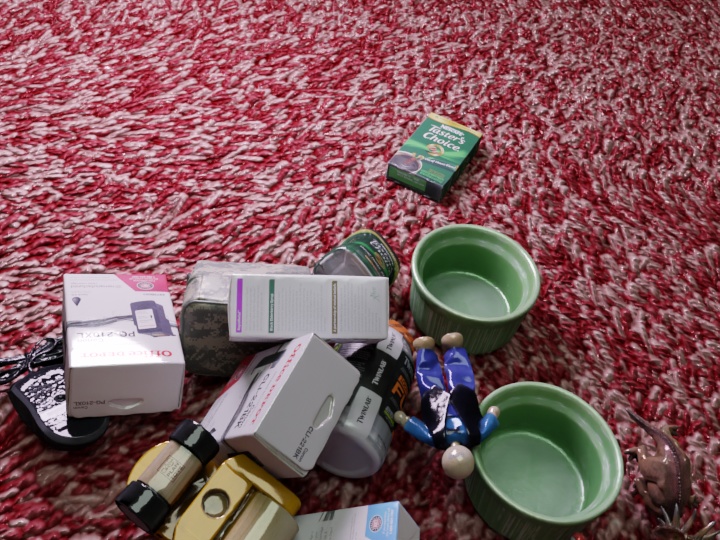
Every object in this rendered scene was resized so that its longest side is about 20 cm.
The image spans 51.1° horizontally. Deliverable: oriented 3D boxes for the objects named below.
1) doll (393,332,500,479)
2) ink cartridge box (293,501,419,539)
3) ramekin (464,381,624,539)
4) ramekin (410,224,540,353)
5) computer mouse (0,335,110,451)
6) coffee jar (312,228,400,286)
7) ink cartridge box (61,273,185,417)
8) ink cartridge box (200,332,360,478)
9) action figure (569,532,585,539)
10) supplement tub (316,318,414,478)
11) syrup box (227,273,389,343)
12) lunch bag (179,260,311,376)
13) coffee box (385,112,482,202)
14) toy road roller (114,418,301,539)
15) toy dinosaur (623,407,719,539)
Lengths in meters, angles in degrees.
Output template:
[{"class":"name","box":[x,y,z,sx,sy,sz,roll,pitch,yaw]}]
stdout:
[{"class":"doll","box":[0.108,0.174,0.959,0.134,0.049,0.202,-7,46,0]},{"class":"ink cartridge box","box":[-0.037,0.340,0.849,0.198,0.067,0.117,-15,42,22]},{"class":"ramekin","box":[0.230,0.256,0.984,0.197,0.098,0.202,5,46,-5]},{"class":"ramekin","box":[0.170,0.032,1.175,0.197,0.098,0.202,5,47,-5]},{"class":"computer mouse","box":[-0.400,0.173,0.996,0.138,0.053,0.199,-20,46,-40]},{"class":"coffee jar","box":[0.000,0.000,1.136,0.105,0.085,0.200,52,16,-3]},{"class":"ink cartridge box","box":[-0.324,0.094,1.018,0.143,0.085,0.201,0,35,-24]},{"class":"ink cartridge box","box":[-0.108,0.171,0.920,0.084,0.199,0.145,42,57,-18]},{"class":"action figure","box":[0.240,0.400,0.860,0.065,0.052,0.202,11,56,8]},{"class":"supplement tub","box":[0.002,0.164,1.018,0.121,0.123,0.201,18,47,8]},{"class":"syrup box","box":[-0.068,0.050,0.954,0.197,0.079,0.083,2,80,-9]},{"class":"lunch bag","box":[-0.156,0.056,1.084,0.197,0.141,0.169,4,34,-9]},{"class":"coffee box","box":[0.144,-0.224,1.460,0.122,0.044,0.200,27,49,16]},{"class":"toy road roller","box":[-0.178,0.281,0.872,0.199,0.146,0.123,35,57,6]},{"class":"toy dinosaur","box":[0.395,0.276,0.960,0.085,0.203,0.136,-13,4,12]}]
